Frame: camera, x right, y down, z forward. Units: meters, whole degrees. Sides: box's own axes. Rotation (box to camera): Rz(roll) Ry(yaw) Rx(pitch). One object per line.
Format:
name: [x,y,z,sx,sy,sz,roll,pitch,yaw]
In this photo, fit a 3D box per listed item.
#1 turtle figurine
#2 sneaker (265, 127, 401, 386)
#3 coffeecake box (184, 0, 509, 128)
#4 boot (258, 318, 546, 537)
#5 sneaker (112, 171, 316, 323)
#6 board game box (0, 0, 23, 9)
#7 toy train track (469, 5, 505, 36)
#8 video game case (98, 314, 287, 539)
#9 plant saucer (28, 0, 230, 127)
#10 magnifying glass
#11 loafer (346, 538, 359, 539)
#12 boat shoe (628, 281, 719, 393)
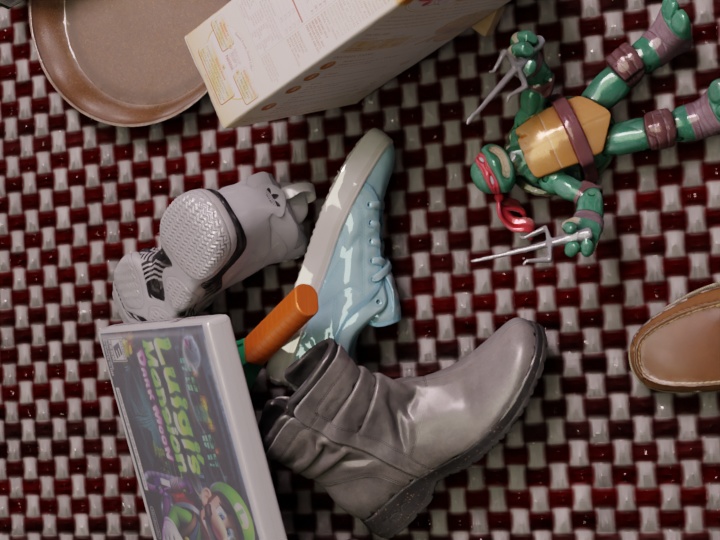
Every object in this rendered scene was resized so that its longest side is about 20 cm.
turtle figurine: [0.142,-0.094,0.901,0.198,0.101,0.151,-27,95,4]
sneaker: [0.000,0.000,0.978,0.081,0.074,0.202,21,101,3]
coffeecake box: [0.006,-0.178,0.891,0.199,0.153,0.074,-28,85,39]
boot: [0.025,0.087,0.925,0.131,0.070,0.200,37,103,-16]
sneaker: [-0.109,-0.007,1.014,0.076,0.114,0.200,60,143,12]
board game box: [-0.268,-0.322,1.080,0.104,0.023,0.202,-20,72,23]
toy train track: [0.030,-0.234,0.980,0.200,0.032,0.115,40,123,23]
video game case: [-0.122,0.134,0.975,0.181,0.023,0.202,-7,98,55]
plant saucer: [-0.172,-0.214,1.059,0.198,0.032,0.203,0,91,21]
magnifying glass: [-0.086,0.069,0.977,0.200,0.022,0.080,-46,40,46]
loafer: [0.063,0.249,0.935,0.198,0.073,0.073,12,114,20]
boat shoe: [0.266,0.036,0.866,0.198,0.068,0.073,-17,85,21]
